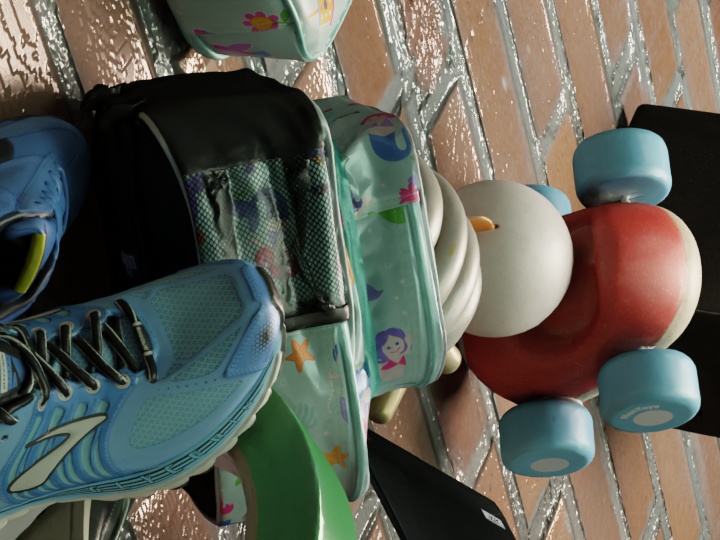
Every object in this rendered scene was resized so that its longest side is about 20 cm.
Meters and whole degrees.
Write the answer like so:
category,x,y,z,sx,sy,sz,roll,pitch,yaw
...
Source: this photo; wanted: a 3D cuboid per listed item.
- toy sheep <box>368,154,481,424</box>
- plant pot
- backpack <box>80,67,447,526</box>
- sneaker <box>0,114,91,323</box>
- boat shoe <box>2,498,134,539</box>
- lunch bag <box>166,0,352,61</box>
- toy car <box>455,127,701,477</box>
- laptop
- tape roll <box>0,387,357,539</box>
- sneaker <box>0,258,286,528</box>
category,x,y,z,sx,sy,sz,roll,pitch,yaw
toy sheep,0.000,0.000,1.356,0.200,0.137,0.138,54,42,-48
plant pot,0.276,0.016,1.933,0.178,0.199,0.200,-53,139,-35
backpack,-0.044,0.011,1.180,0.178,0.150,0.201,-151,-124,-73
sneaker,-0.147,-0.013,1.078,0.200,0.078,0.066,-47,131,-59
boat shoe,-0.136,0.137,1.111,0.068,0.072,0.201,59,36,-49
lunch bag,-0.057,-0.211,1.281,0.200,0.077,0.161,65,33,-45
toy car,0.087,0.005,1.577,0.199,0.177,0.185,16,59,-36
laptop,0.032,0.201,1.276,0.177,0.103,0.201,33,77,-55
tape roll,-0.101,0.124,1.029,0.048,0.200,0.201,60,38,-50
sneaker,-0.120,0.051,0.988,0.079,0.199,0.090,61,-5,25
